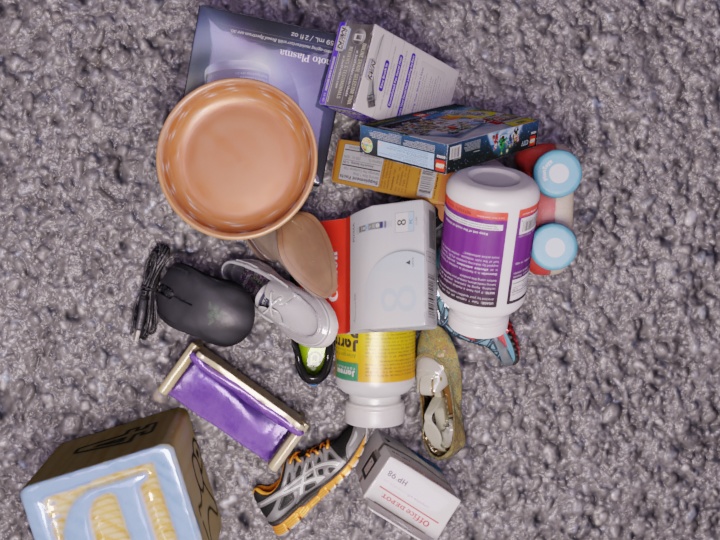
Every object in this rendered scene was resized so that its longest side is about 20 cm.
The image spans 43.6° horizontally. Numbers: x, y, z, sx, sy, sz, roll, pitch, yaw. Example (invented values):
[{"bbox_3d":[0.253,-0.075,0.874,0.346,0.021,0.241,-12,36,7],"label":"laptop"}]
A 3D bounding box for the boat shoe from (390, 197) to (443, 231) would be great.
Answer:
[{"bbox_3d":[0.048,-0.064,1.257,0.200,0.068,0.072,-23,96,-3],"label":"boat shoe"}]

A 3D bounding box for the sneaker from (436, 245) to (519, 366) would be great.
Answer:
[{"bbox_3d":[0.147,0.063,1.285,0.095,0.079,0.200,-37,93,16],"label":"sneaker"}]

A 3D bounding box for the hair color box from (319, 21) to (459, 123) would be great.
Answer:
[{"bbox_3d":[0.042,-0.242,1.187,0.065,0.200,0.110,17,93,36],"label":"hair color box"}]

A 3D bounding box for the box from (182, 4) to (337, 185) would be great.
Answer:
[{"bbox_3d":[-0.130,-0.226,1.203,0.200,0.123,0.199,10,95,-5],"label":"box"}]

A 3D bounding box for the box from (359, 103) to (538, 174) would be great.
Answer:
[{"bbox_3d":[0.115,-0.170,1.143,0.200,0.136,0.038,-21,121,-44],"label":"box"}]

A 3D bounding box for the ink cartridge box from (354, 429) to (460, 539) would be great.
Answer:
[{"bbox_3d":[0.063,0.292,1.220,0.116,0.200,0.067,33,90,-7],"label":"ink cartridge box"}]

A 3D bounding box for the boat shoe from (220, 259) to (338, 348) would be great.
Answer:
[{"bbox_3d":[-0.112,0.038,1.194,0.200,0.068,0.072,41,108,36],"label":"boat shoe"}]

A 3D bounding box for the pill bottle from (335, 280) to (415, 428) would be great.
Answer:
[{"bbox_3d":[0.020,0.110,1.246,0.113,0.113,0.200,0,95,-5],"label":"pill bottle"}]

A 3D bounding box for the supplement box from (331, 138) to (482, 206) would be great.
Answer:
[{"bbox_3d":[0.059,-0.130,1.200,0.200,0.066,0.069,18,98,36],"label":"supplement box"}]

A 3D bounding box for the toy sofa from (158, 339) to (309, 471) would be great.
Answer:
[{"bbox_3d":[-0.174,0.187,1.243,0.200,0.098,0.083,37,90,-8],"label":"toy sofa"}]

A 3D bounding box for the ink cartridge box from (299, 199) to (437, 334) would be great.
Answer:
[{"bbox_3d":[0.000,0.000,1.165,0.200,0.047,0.160,-5,78,24],"label":"ink cartridge box"}]

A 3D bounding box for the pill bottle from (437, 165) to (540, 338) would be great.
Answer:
[{"bbox_3d":[0.154,-0.021,1.111,0.112,0.113,0.200,1,116,-5],"label":"pill bottle"}]

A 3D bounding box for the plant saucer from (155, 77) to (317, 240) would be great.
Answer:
[{"bbox_3d":[-0.151,-0.137,1.118,0.200,0.037,0.201,0,88,3],"label":"plant saucer"}]

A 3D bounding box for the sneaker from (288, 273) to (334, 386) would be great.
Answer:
[{"bbox_3d":[-0.062,0.062,1.250,0.071,0.083,0.200,-1,93,-5],"label":"sneaker"}]

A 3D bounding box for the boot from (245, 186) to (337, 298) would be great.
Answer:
[{"bbox_3d":[-0.107,-0.039,1.205,0.070,0.146,0.200,-25,85,-24],"label":"boot"}]

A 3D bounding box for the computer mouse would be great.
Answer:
[{"bbox_3d":[-0.231,0.045,1.198,0.200,0.053,0.139,14,89,30],"label":"computer mouse"}]

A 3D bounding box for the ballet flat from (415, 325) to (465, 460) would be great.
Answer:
[{"bbox_3d":[0.107,0.176,1.262,0.071,0.071,0.200,-11,108,-4],"label":"ballet flat"}]

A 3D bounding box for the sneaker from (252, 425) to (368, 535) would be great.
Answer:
[{"bbox_3d":[-0.068,0.282,1.272,0.200,0.078,0.077,-44,88,-2],"label":"sneaker"}]

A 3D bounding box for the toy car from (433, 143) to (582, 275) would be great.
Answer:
[{"bbox_3d":[0.187,-0.085,1.223,0.200,0.184,0.177,3,95,7],"label":"toy car"}]

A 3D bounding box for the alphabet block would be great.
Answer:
[{"bbox_3d":[-0.304,0.316,1.190,0.196,0.200,0.196,-15,95,-4],"label":"alphabet block"}]
